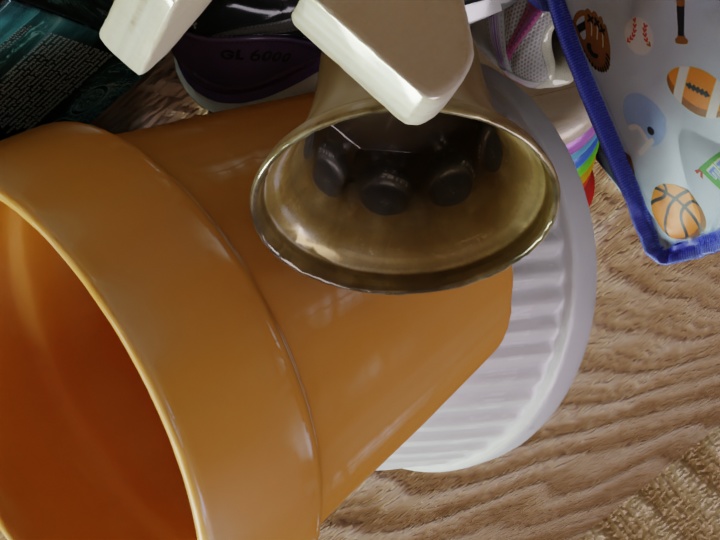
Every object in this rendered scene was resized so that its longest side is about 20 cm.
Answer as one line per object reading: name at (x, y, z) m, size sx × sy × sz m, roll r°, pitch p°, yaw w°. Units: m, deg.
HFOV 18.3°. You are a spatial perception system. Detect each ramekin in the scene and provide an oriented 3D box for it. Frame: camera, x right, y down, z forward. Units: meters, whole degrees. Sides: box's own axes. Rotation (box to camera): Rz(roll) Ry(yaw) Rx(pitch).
ramekin at (0.000, 0.000, 1.034) m, size 0.105 × 0.200 × 0.200 m, roll -7°, pitch 148°, yaw -46°

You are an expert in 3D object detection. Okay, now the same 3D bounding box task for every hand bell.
hand bell at (0.013, -0.102, 0.801) m, size 0.104 × 0.201 × 0.104 m, roll -1°, pitch 144°, yaw -1°

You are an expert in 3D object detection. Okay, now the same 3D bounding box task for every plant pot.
plant pot at (-0.047, 0.019, 0.862) m, size 0.183 × 0.200 × 0.200 m, roll -28°, pitch 162°, yaw -31°

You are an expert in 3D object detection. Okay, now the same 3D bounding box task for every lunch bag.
lunch bag at (0.161, -0.127, 0.914) m, size 0.170 × 0.201 × 0.124 m, roll -28°, pitch -173°, yaw -39°

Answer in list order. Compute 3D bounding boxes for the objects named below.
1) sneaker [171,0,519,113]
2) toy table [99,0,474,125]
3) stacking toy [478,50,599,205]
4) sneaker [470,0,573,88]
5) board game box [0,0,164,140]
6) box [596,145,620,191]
sneaker at (0.013, -0.136, 0.895) m, size 0.200 × 0.076 × 0.088 m, roll -33°, pitch 159°, yaw -10°
toy table at (-0.015, -0.142, 0.667) m, size 0.117 × 0.184 × 0.200 m, roll -47°, pitch 166°, yaw -31°
stacking toy at (0.095, -0.071, 1.206) m, size 0.085 × 0.085 × 0.200 m, roll -35°, pitch 161°, yaw -6°
sneaker at (0.125, -0.159, 1.032) m, size 0.200 × 0.088 × 0.081 m, roll -43°, pitch 163°, yaw 21°
board game box at (-0.178, -0.036, 0.846) m, size 0.200 × 0.028 × 0.135 m, roll -40°, pitch 166°, yaw 12°
box at (0.225, -0.151, 1.217) m, size 0.196 × 0.118 × 0.200 m, roll -30°, pitch 164°, yaw -22°
